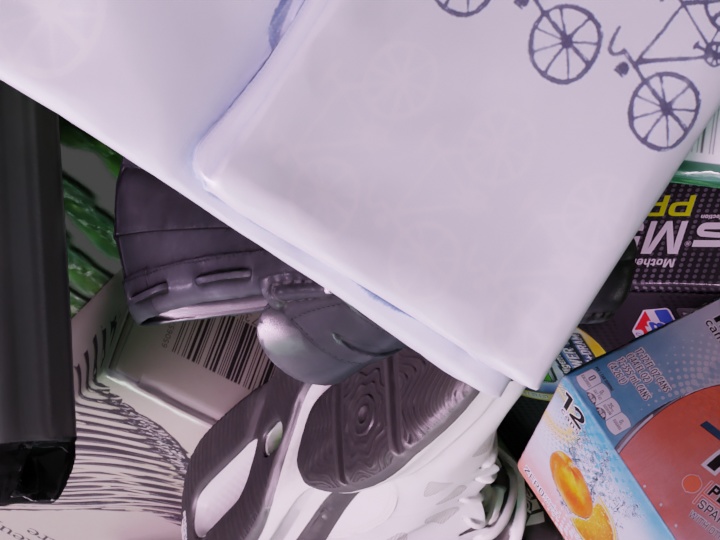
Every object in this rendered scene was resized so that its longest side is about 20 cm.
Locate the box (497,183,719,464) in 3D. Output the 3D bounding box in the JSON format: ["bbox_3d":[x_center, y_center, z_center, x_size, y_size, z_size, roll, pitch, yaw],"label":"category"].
[{"bbox_3d":[0.122,0.044,0.910,0.160,0.044,0.200,1,145,32],"label":"box"}]

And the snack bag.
[{"bbox_3d":[0.010,-0.094,0.625,0.200,0.189,0.021,33,-177,-20],"label":"snack bag"}]

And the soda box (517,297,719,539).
[{"bbox_3d":[0.129,0.110,0.794,0.200,0.064,0.068,57,157,18],"label":"soda box"}]

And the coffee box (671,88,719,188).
[{"bbox_3d":[0.032,-0.053,0.751,0.200,0.044,0.123,8,-177,23],"label":"coffee box"}]

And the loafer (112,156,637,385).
[{"bbox_3d":[0.000,0.000,0.796,0.068,0.071,0.200,4,-176,-43],"label":"loafer"}]

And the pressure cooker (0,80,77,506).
[{"bbox_3d":[-0.179,-0.019,0.852,0.176,0.200,0.179,-5,176,28],"label":"pressure cooker"}]

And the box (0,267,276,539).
[{"bbox_3d":[-0.087,0.060,1.045,0.082,0.068,0.200,27,150,-13],"label":"box"}]

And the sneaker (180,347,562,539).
[{"bbox_3d":[0.031,0.055,0.896,0.115,0.076,0.200,11,150,-26],"label":"sneaker"}]
